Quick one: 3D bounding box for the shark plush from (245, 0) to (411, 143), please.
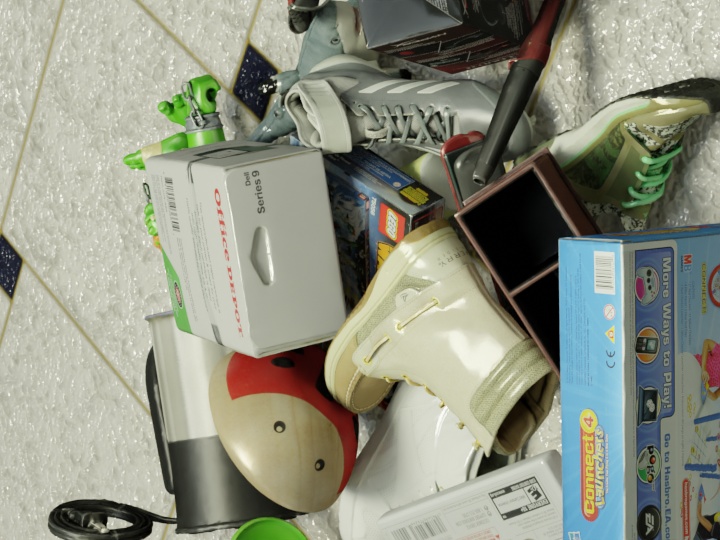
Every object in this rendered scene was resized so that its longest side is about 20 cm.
[{"bbox_3d":[-0.048,-0.159,1.709,0.200,0.083,0.091,-29,73,48],"label":"shark plush"}]

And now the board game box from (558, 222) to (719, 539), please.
[{"bbox_3d":[0.213,0.072,1.334,0.056,0.195,0.201,5,98,50],"label":"board game box"}]

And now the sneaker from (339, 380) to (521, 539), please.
[{"bbox_3d":[0.055,0.169,1.634,0.116,0.073,0.201,47,127,40],"label":"sneaker"}]

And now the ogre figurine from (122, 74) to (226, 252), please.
[{"bbox_3d":[-0.142,-0.073,1.822,0.200,0.098,0.120,-40,62,44],"label":"ogre figurine"}]

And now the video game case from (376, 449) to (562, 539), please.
[{"bbox_3d":[0.120,0.235,1.556,0.200,0.024,0.183,-28,95,48],"label":"video game case"}]

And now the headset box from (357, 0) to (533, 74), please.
[{"bbox_3d":[0.058,-0.225,1.504,0.075,0.200,0.150,-12,86,21],"label":"headset box"}]

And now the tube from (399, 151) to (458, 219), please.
[{"bbox_3d":[0.012,-0.038,1.681,0.200,0.052,0.058,-28,38,52],"label":"tube"}]

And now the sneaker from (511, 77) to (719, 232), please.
[{"bbox_3d":[0.190,-0.071,1.453,0.200,0.077,0.089,-30,82,56],"label":"sneaker"}]

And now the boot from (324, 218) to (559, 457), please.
[{"bbox_3d":[0.058,0.079,1.535,0.155,0.072,0.200,50,139,19],"label":"boot"}]

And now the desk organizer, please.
[{"bbox_3d":[0.147,0.022,1.431,0.072,0.077,0.201,-33,91,13],"label":"desk organizer"}]

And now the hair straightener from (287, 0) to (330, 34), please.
[{"bbox_3d":[-0.036,-0.240,1.639,0.077,0.041,0.200,-51,13,21],"label":"hair straightener"}]

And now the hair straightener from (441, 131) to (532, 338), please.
[{"bbox_3d":[0.104,0.003,1.520,0.077,0.041,0.201,-129,24,-68],"label":"hair straightener"}]

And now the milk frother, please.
[{"bbox_3d":[-0.162,0.130,1.785,0.180,0.199,0.189,-13,85,40],"label":"milk frother"}]

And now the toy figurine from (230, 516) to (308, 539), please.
[{"bbox_3d":[-0.089,0.321,1.781,0.184,0.150,0.201,-33,79,57],"label":"toy figurine"}]

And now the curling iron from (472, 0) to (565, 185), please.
[{"bbox_3d":[0.113,-0.152,1.485,0.025,0.050,0.201,10,73,40],"label":"curling iron"}]

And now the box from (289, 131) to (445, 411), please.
[{"bbox_3d":[0.000,0.000,1.652,0.137,0.040,0.201,36,138,34],"label":"box"}]

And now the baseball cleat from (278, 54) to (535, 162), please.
[{"bbox_3d":[0.027,-0.106,1.575,0.199,0.106,0.070,16,126,37],"label":"baseball cleat"}]

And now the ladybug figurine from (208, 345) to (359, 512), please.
[{"bbox_3d":[-0.052,0.110,1.638,0.072,0.136,0.200,-44,16,15],"label":"ladybug figurine"}]

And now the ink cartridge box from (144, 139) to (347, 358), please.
[{"bbox_3d":[-0.089,-0.021,1.640,0.200,0.084,0.147,-166,65,-67],"label":"ink cartridge box"}]
